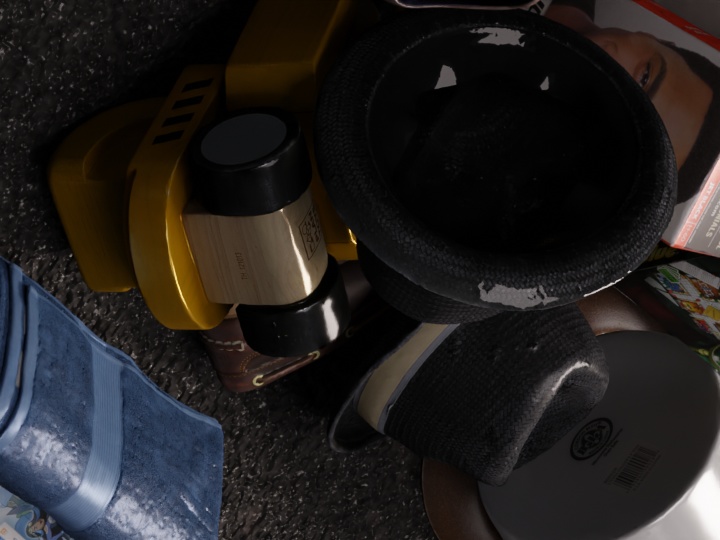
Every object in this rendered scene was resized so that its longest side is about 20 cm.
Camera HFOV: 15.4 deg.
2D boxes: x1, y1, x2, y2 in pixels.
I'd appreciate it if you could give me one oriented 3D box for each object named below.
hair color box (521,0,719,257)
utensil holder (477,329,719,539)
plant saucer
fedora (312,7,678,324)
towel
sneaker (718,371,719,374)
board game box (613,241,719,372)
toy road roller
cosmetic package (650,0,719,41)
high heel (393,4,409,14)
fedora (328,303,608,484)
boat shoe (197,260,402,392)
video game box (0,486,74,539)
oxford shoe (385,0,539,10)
[{"bbox_3d":[0.127,-0.100,1.408,0.061,0.200,0.102,11,110,-56],"label":"hair color box"},{"bbox_3d":[0.180,0.155,1.584,0.170,0.170,0.200,-45,130,-10],"label":"utensil holder"},{"bbox_3d":[0.126,0.102,1.645,0.200,0.032,0.201,-18,122,-31],"label":"plant saucer"},{"bbox_3d":[0.058,-0.040,1.324,0.200,0.201,0.092,-16,151,-32],"label":"fedora"},{"bbox_3d":[-0.139,0.086,1.371,0.048,0.112,0.200,-19,139,24],"label":"towel"},{"bbox_3d":[0.283,0.055,1.590,0.079,0.131,0.200,-38,146,-16],"label":"sneaker"},{"bbox_3d":[0.236,0.040,1.473,0.200,0.105,0.024,37,56,-31],"label":"board game box"},{"bbox_3d":[-0.070,-0.056,1.361,0.200,0.145,0.123,-66,149,-47],"label":"toy road roller"},{"bbox_3d":[0.186,-0.119,1.456,0.090,0.106,0.201,5,80,-55],"label":"cosmetic package"},{"bbox_3d":[0.015,-0.195,1.365,0.142,0.071,0.201,12,97,-41],"label":"high heel"},{"bbox_3d":[0.073,0.060,1.466,0.200,0.092,0.201,-39,166,-12],"label":"fedora"},{"bbox_3d":[0.000,0.000,1.461,0.199,0.070,0.071,-24,120,-16],"label":"boat shoe"},{"bbox_3d":[-0.199,0.202,1.427,0.200,0.047,0.182,-50,136,-6],"label":"video game box"},{"bbox_3d":[0.000,-0.172,1.313,0.199,0.073,0.071,9,118,-4],"label":"oxford shoe"}]
